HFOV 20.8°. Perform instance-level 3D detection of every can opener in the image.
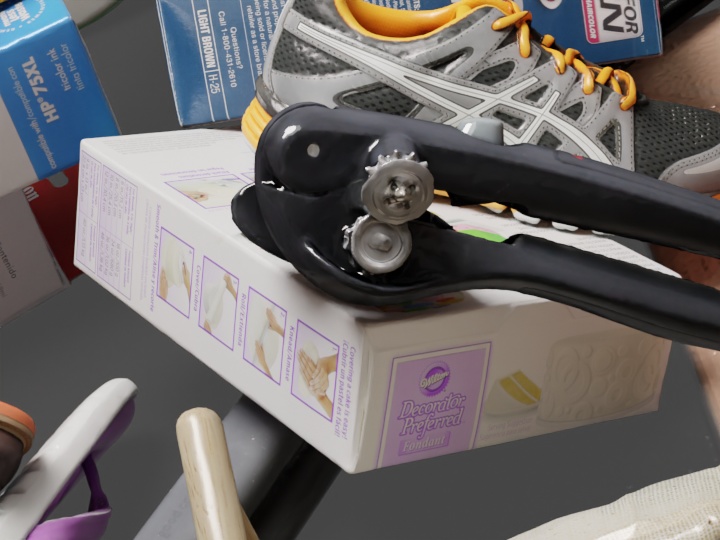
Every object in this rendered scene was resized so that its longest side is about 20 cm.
[{"bbox_3d":[-0.075,0.108,0.709,0.067,0.053,0.200,6,44,34],"label":"can opener"},{"bbox_3d":[0.059,-0.014,0.627,0.199,0.064,0.079,9,13,-9],"label":"can opener"}]

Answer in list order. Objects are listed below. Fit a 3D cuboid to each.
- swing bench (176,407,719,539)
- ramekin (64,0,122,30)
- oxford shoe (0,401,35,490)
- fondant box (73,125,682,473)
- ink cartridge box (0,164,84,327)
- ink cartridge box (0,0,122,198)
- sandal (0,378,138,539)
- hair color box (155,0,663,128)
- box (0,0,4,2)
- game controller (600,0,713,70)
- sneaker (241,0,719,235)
[{"bbox_3d":[0.065,0.117,0.565,0.198,0.130,0.200,-19,42,5],"label":"swing bench"},{"bbox_3d":[-0.196,-0.218,1.063,0.199,0.200,0.098,-20,44,5],"label":"ramekin"},{"bbox_3d":[-0.192,0.112,0.731,0.200,0.071,0.073,-35,48,29],"label":"oxford shoe"},{"bbox_3d":[0.000,0.000,0.745,0.144,0.059,0.200,-8,24,-35],"label":"fondant box"},{"bbox_3d":[-0.223,-0.045,0.951,0.175,0.084,0.200,-31,38,-12],"label":"ink cartridge box"},{"bbox_3d":[-0.216,-0.065,0.844,0.199,0.067,0.116,-25,36,-8],"label":"ink cartridge box"},{"bbox_3d":[-0.129,0.115,0.728,0.082,0.050,0.203,-44,7,36],"label":"sandal"},{"bbox_3d":[0.022,-0.109,0.829,0.199,0.061,0.100,-9,12,5],"label":"hair color box"},{"bbox_3d":[-0.163,-0.158,0.852,0.199,0.042,0.119,-29,38,-19],"label":"box"},{"bbox_3d":[0.081,-0.114,0.908,0.200,0.042,0.104,-37,38,-16],"label":"game controller"},{"bbox_3d":[0.057,-0.065,0.750,0.199,0.078,0.078,8,18,-6],"label":"sneaker"}]
